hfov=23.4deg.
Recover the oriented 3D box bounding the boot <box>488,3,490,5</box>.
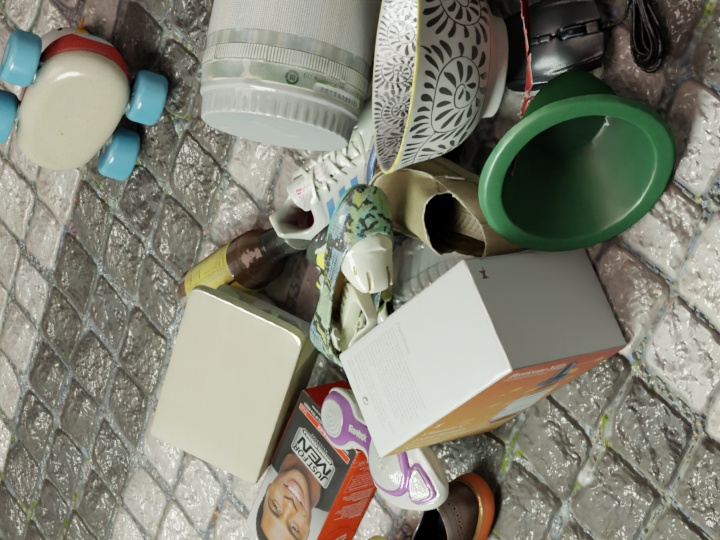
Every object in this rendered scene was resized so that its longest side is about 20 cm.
[{"bbox_3d":[0.117,-0.275,1.545,0.200,0.077,0.139,26,121,59],"label":"boot"}]

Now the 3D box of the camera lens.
[{"bbox_3d":[-0.064,-0.229,1.655,0.160,0.160,0.201,1,79,49],"label":"camera lens"}]

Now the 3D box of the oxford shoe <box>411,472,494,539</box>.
[{"bbox_3d":[0.072,0.290,1.689,0.071,0.072,0.201,30,123,41],"label":"oxford shoe"}]

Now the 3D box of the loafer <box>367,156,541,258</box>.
[{"bbox_3d":[0.072,-0.057,1.555,0.200,0.067,0.076,13,116,44],"label":"loafer"}]

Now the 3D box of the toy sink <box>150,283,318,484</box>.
[{"bbox_3d":[-0.122,0.097,1.821,0.130,0.112,0.200,24,122,9],"label":"toy sink"}]

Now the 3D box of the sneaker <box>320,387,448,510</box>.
[{"bbox_3d":[0.043,0.164,1.672,0.200,0.099,0.075,41,122,53],"label":"sneaker"}]

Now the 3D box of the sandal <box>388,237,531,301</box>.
[{"bbox_3d":[0.105,-0.023,1.617,0.202,0.050,0.083,-18,67,44],"label":"sandal"}]

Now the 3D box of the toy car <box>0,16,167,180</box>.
[{"bbox_3d":[-0.337,-0.237,2.033,0.177,0.184,0.200,-57,28,38],"label":"toy car"}]

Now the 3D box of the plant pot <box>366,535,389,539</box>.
[{"bbox_3d":[-0.005,0.380,1.694,0.200,0.142,0.200,53,156,35],"label":"plant pot"}]

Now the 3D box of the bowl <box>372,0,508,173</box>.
[{"bbox_3d":[0.074,-0.181,1.517,0.201,0.094,0.201,-175,90,-81],"label":"bowl"}]

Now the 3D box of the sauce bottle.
[{"bbox_3d":[-0.122,-0.005,1.871,0.200,0.065,0.065,-28,76,47],"label":"sauce bottle"}]

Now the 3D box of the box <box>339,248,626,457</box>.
[{"bbox_3d":[0.107,0.072,1.550,0.200,0.152,0.107,-39,67,46],"label":"box"}]

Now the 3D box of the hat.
[{"bbox_3d":[0.171,-0.145,1.487,0.176,0.165,0.200,-102,28,-43],"label":"hat"}]

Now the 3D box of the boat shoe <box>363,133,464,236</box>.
[{"bbox_3d":[0.056,-0.122,1.636,0.072,0.072,0.201,25,115,43],"label":"boat shoe"}]

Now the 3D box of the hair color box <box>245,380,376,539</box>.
[{"bbox_3d":[-0.043,0.224,1.823,0.102,0.061,0.200,46,129,33],"label":"hair color box"}]

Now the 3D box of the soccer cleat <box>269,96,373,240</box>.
[{"bbox_3d":[-0.021,-0.097,1.718,0.070,0.086,0.200,57,134,25],"label":"soccer cleat"}]

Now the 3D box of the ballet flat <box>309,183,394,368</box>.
[{"bbox_3d":[0.002,0.012,1.588,0.074,0.074,0.200,47,145,33],"label":"ballet flat"}]

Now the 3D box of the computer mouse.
[{"bbox_3d":[0.170,-0.230,1.502,0.200,0.046,0.141,-3,96,50],"label":"computer mouse"}]

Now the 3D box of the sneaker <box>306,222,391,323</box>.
[{"bbox_3d":[0.000,0.000,1.682,0.076,0.075,0.200,46,171,19],"label":"sneaker"}]
